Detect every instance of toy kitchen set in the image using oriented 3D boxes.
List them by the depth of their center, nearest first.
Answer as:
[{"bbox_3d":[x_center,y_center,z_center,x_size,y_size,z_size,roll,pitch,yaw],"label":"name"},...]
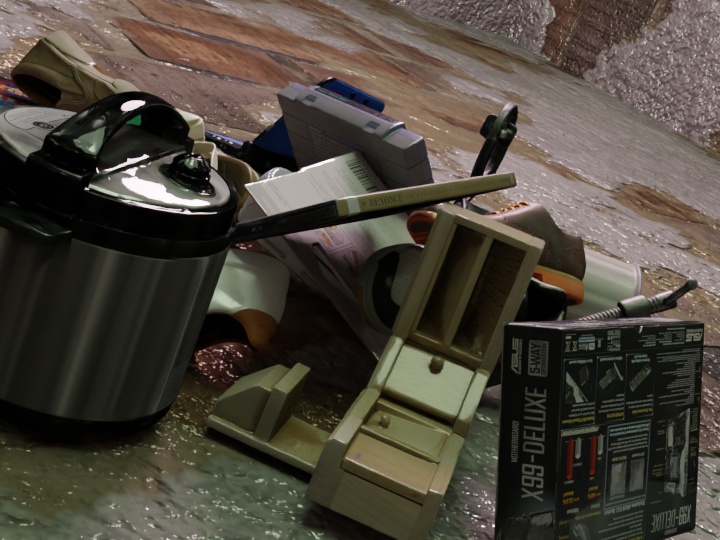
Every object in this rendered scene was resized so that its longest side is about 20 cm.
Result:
[{"bbox_3d":[0.010,0.047,0.878,0.163,0.181,0.200,23,13,6],"label":"toy kitchen set"}]

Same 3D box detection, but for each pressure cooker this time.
[{"bbox_3d":[-0.170,-0.017,0.823,0.178,0.200,0.176,10,22,-31],"label":"pressure cooker"}]

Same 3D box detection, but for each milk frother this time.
[{"bbox_3d":[0.176,-0.033,1.266,0.188,0.200,0.181,20,25,-7],"label":"milk frother"}]

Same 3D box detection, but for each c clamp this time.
[{"bbox_3d":[0.155,0.054,1.037,0.199,0.027,0.171,-18,-16,-1],"label":"c clamp"}]

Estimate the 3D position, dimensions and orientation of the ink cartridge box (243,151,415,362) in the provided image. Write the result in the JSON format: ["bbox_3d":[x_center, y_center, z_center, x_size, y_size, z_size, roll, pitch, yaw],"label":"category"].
[{"bbox_3d":[0.000,0.000,1.099,0.200,0.045,0.176,53,34,10],"label":"ink cartridge box"}]

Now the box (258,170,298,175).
[{"bbox_3d":[-0.017,-0.045,1.349,0.200,0.040,0.137,29,18,23],"label":"box"}]

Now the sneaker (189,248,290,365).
[{"bbox_3d":[-0.156,0.022,0.947,0.199,0.085,0.073,6,-28,9],"label":"sneaker"}]

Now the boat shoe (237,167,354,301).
[{"bbox_3d":[-0.023,-0.008,1.183,0.200,0.067,0.074,44,35,-2],"label":"boat shoe"}]

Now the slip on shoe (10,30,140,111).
[{"bbox_3d":[-0.238,-0.143,1.153,0.061,0.076,0.200,-35,58,-22],"label":"slip on shoe"}]

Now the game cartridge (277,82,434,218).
[{"bbox_3d":[0.001,-0.097,1.223,0.038,0.130,0.200,-29,37,-26],"label":"game cartridge"}]

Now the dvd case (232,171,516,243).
[{"bbox_3d":[0.000,-0.046,0.983,0.148,0.016,0.200,-10,2,44],"label":"dvd case"}]

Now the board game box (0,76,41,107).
[{"bbox_3d":[-0.286,-0.108,1.182,0.199,0.062,0.200,19,17,-13],"label":"board game box"}]

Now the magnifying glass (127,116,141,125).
[{"bbox_3d":[-0.246,-0.107,1.025,0.199,0.022,0.080,-6,1,25],"label":"magnifying glass"}]

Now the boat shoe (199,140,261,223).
[{"bbox_3d":[-0.148,-0.084,1.280,0.065,0.073,0.200,39,-4,-39],"label":"boat shoe"}]

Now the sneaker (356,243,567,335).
[{"bbox_3d":[0.087,0.018,1.038,0.200,0.076,0.088,5,-4,-44],"label":"sneaker"}]

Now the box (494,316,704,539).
[{"bbox_3d":[0.171,0.113,0.908,0.050,0.158,0.200,4,3,41],"label":"box"}]

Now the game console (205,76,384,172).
[{"bbox_3d":[-0.093,-0.166,1.415,0.170,0.119,0.200,22,5,18],"label":"game console"}]

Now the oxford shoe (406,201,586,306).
[{"bbox_3d":[0.120,-0.029,1.139,0.200,0.073,0.071,23,-18,-38],"label":"oxford shoe"}]

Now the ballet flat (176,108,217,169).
[{"bbox_3d":[-0.172,-0.107,1.228,0.075,0.068,0.200,-24,46,-1],"label":"ballet flat"}]
